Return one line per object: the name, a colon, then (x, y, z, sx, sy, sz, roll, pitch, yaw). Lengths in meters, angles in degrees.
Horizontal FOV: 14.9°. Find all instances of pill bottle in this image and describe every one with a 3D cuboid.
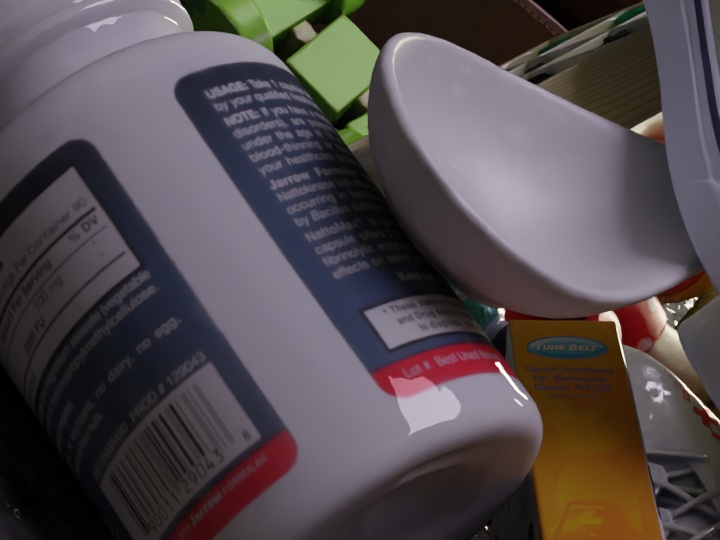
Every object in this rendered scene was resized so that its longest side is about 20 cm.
pill bottle: (-0.049, 0.002, 0.797, 0.200, 0.120, 0.120, 55, 23, 21)

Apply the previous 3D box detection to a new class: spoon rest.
spoon rest: (0.072, -0.014, 0.812, 0.200, 0.061, 0.099, 27, 30, -49)

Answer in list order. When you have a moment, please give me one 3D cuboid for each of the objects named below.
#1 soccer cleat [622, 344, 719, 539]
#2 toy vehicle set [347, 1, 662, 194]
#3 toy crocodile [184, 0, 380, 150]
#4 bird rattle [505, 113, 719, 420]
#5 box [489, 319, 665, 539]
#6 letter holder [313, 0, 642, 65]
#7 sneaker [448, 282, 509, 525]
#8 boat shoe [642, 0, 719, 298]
soccer cleat: (0.114, 0.109, 0.918, 0.085, 0.069, 0.200, 68, 2, -71)
toy vehicle set: (0.068, -0.061, 0.958, 0.027, 0.124, 0.200, 63, -23, -5)
toy crocodile: (-0.010, -0.069, 1.082, 0.068, 0.062, 0.200, -35, 81, -28)
bird rattle: (0.109, 0.005, 1.078, 0.200, 0.113, 0.163, 17, 63, -36)
box: (0.063, 0.104, 0.828, 0.041, 0.119, 0.200, 0, 31, -5)
letter holder: (0.064, -0.116, 1.178, 0.200, 0.142, 0.101, 39, 23, -17)
sneaker: (0.000, 0.000, 0.957, 0.200, 0.074, 0.088, 46, 17, 4)
boat shoe: (0.128, -0.054, 0.808, 0.072, 0.062, 0.200, 11, 56, -42)
